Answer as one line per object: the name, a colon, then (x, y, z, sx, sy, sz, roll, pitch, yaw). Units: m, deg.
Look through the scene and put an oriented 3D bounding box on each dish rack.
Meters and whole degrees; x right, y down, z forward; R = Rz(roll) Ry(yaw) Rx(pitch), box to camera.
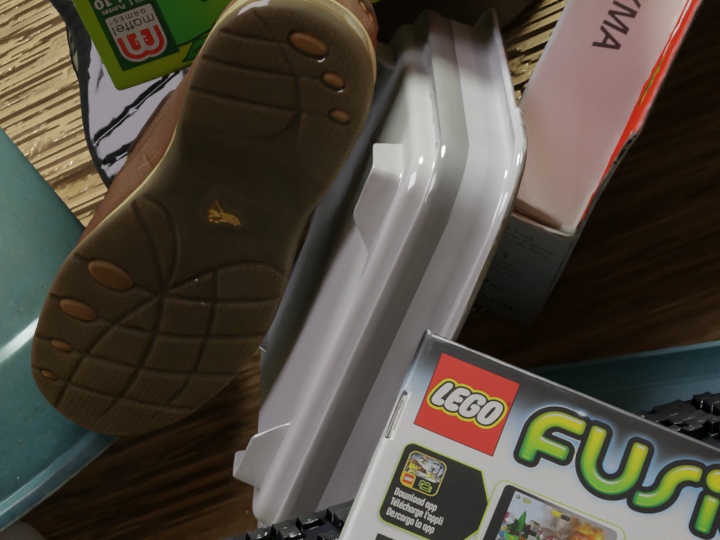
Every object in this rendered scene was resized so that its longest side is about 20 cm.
dish rack: (0.000, 0.000, 0.918, 0.200, 0.043, 0.172, -90, 22, -69)

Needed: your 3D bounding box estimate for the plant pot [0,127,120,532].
plant pot: (-0.197, 0.001, 1.038, 0.200, 0.196, 0.200, -33, 11, 7)

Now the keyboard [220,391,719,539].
keyboard: (0.036, 0.075, 0.779, 0.199, 0.021, 0.127, -17, 17, -14)

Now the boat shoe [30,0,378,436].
boat shoe: (-0.049, -0.024, 0.925, 0.200, 0.072, 0.068, -57, 7, 32)

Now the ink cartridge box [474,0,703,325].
ink cartridge box: (0.096, -0.098, 0.926, 0.200, 0.043, 0.174, -63, -4, -22)

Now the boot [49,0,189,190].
boot: (-0.062, -0.066, 1.083, 0.073, 0.154, 0.204, -29, 64, 6)

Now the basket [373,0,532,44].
basket: (-0.014, -0.185, 1.072, 0.180, 0.200, 0.136, -11, 46, 36)

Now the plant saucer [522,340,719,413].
plant saucer: (0.064, 0.063, 0.905, 0.200, 0.019, 0.070, -11, 48, 42)

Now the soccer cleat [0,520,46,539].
soccer cleat: (-0.147, 0.189, 0.974, 0.086, 0.070, 0.200, 11, 70, 43)

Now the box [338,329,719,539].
box: (0.088, 0.104, 0.701, 0.035, 0.199, 0.110, 107, -174, -62)

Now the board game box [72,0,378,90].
board game box: (0.000, -0.137, 0.949, 0.199, 0.048, 0.102, -18, 30, 11)
